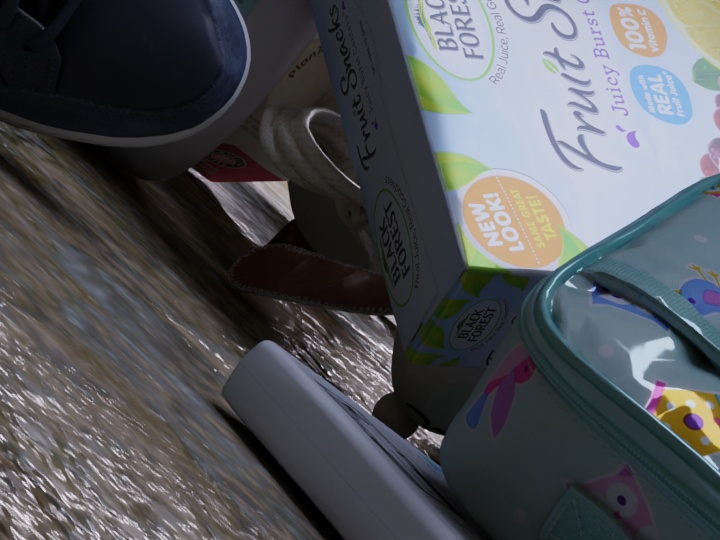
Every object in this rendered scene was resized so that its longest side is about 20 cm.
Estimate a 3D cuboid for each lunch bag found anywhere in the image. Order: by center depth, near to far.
[{"bbox_3d":[0.127,0.069,0.723,0.200,0.077,0.160,41,32,17],"label":"lunch bag"}]

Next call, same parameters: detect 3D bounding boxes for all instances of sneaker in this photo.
[{"bbox_3d":[-0.106,-0.093,0.745,0.202,0.077,0.146,31,-5,-16],"label":"sneaker"}]

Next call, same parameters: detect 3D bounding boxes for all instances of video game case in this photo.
[{"bbox_3d":[0.067,0.113,0.730,0.182,0.024,0.200,40,4,-45],"label":"video game case"}]

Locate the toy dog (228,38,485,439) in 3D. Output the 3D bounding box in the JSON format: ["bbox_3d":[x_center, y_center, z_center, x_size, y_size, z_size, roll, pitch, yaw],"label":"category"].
[{"bbox_3d":[0.000,0.000,1.007,0.132,0.096,0.200,45,18,-6],"label":"toy dog"}]

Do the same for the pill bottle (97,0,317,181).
[{"bbox_3d":[-0.109,-0.132,0.986,0.200,0.111,0.111,41,4,-14],"label":"pill bottle"}]

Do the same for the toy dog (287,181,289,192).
[{"bbox_3d":[0.037,-0.070,1.369,0.139,0.195,0.199,23,-20,-34],"label":"toy dog"}]

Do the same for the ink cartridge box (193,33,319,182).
[{"bbox_3d":[-0.002,-0.097,1.141,0.199,0.085,0.146,2,-18,29],"label":"ink cartridge box"}]

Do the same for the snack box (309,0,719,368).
[{"bbox_3d":[0.063,-0.060,0.935,0.141,0.053,0.201,3,51,-24],"label":"snack box"}]
